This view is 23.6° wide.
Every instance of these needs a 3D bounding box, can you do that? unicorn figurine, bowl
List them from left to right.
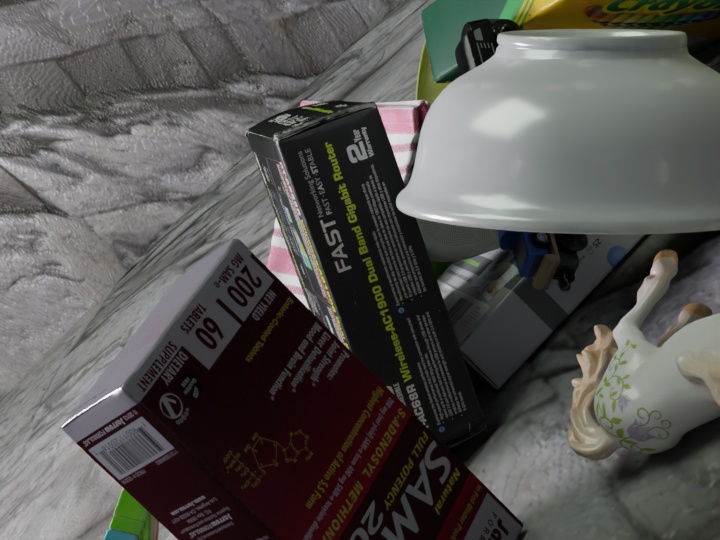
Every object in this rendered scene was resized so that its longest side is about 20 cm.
[{"bbox_3d":[0.117,-0.076,0.878,0.200,0.091,0.201,0,10,0],"label":"bowl"},{"bbox_3d":[0.155,0.030,0.742,0.137,0.074,0.200,-57,0,-43],"label":"unicorn figurine"}]

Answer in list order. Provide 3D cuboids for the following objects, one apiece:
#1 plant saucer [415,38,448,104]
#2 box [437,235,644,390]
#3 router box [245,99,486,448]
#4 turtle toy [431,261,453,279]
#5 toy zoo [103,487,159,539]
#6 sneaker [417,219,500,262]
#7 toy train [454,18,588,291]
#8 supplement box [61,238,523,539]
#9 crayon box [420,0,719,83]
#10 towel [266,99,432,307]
[{"bbox_3d":[0.106,-0.138,1.312,0.200,0.031,0.201,-4,85,60],"label":"plant saucer"},{"bbox_3d":[0.122,-0.022,1.081,0.200,0.041,0.156,-47,12,-3],"label":"box"},{"bbox_3d":[0.000,0.000,1.015,0.062,0.201,0.150,-21,10,-7],"label":"router box"},{"bbox_3d":[0.017,-0.012,1.261,0.200,0.101,0.146,-134,65,-76],"label":"turtle toy"},{"bbox_3d":[-0.153,0.229,1.003,0.131,0.020,0.200,101,-177,-51],"label":"toy zoo"},{"bbox_3d":[0.079,-0.059,1.108,0.200,0.073,0.112,-43,5,-31],"label":"sneaker"},{"bbox_3d":[0.090,-0.072,1.017,0.034,0.046,0.200,108,155,-52],"label":"toy train"},{"bbox_3d":[-0.027,0.096,0.794,0.061,0.200,0.109,-32,18,45],"label":"supplement box"},{"bbox_3d":[0.169,-0.178,1.137,0.199,0.058,0.172,-6,-9,-29],"label":"crayon box"},{"bbox_3d":[-0.017,-0.020,1.182,0.146,0.030,0.201,6,82,50],"label":"towel"}]
